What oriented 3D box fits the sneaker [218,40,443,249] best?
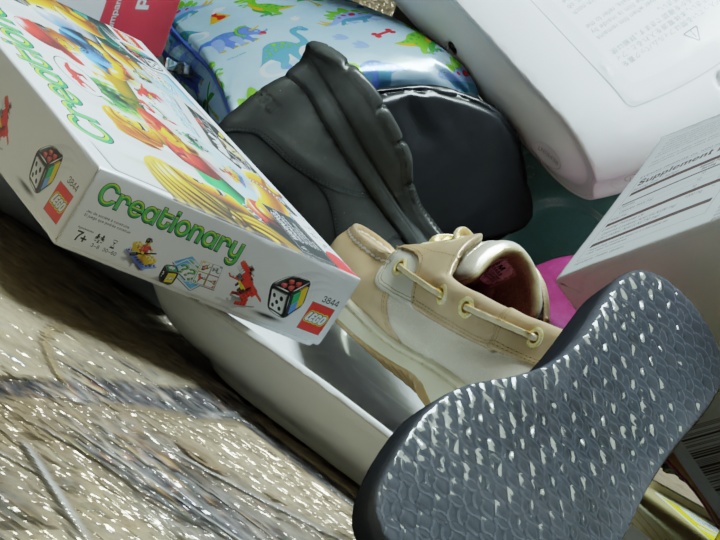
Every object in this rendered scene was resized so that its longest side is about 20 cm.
[{"bbox_3d":[0.000,0.000,1.124,0.200,0.091,0.076,59,-7,-14],"label":"sneaker"}]

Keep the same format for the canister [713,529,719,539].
[{"bbox_3d":[0.217,0.139,0.878,0.200,0.149,0.087,32,-26,5],"label":"canister"}]

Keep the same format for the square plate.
[{"bbox_3d":[0.025,0.069,0.971,0.198,0.029,0.200,36,7,21],"label":"square plate"}]

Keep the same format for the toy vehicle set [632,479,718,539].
[{"bbox_3d":[0.173,0.142,1.170,0.200,0.027,0.124,30,7,-32],"label":"toy vehicle set"}]

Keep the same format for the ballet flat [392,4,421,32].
[{"bbox_3d":[0.113,-0.111,1.280,0.199,0.068,0.046,2,-29,5],"label":"ballet flat"}]

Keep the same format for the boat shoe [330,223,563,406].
[{"bbox_3d":[0.046,0.021,0.995,0.074,0.069,0.200,30,7,-34],"label":"boat shoe"}]

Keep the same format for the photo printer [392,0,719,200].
[{"bbox_3d":[0.118,-0.138,1.226,0.200,0.166,0.070,49,-18,22],"label":"photo printer"}]

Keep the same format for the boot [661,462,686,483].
[{"bbox_3d":[0.213,0.113,1.190,0.200,0.069,0.174,18,23,-42],"label":"boot"}]

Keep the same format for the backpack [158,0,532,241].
[{"bbox_3d":[-0.032,-0.070,1.244,0.162,0.155,0.200,-13,9,-19],"label":"backpack"}]

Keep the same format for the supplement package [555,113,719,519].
[{"bbox_3d":[0.206,0.031,0.991,0.155,0.111,0.200,-21,-70,44],"label":"supplement package"}]

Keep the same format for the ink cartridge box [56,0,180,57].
[{"bbox_3d":[-0.191,-0.162,1.107,0.200,0.083,0.147,-3,31,-47],"label":"ink cartridge box"}]

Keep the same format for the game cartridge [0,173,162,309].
[{"bbox_3d":[-0.118,-0.040,1.055,0.133,0.041,0.200,29,7,-10],"label":"game cartridge"}]

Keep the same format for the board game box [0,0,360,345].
[{"bbox_3d":[-0.097,-0.052,0.944,0.126,0.035,0.200,23,16,-41],"label":"board game box"}]

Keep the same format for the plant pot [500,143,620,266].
[{"bbox_3d":[0.129,0.003,1.305,0.200,0.201,0.161,36,14,21],"label":"plant pot"}]

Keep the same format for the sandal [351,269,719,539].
[{"bbox_3d":[0.062,0.065,0.852,0.076,0.043,0.200,55,39,4],"label":"sandal"}]

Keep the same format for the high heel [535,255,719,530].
[{"bbox_3d":[0.133,0.073,1.110,0.096,0.067,0.201,-10,60,-23],"label":"high heel"}]
